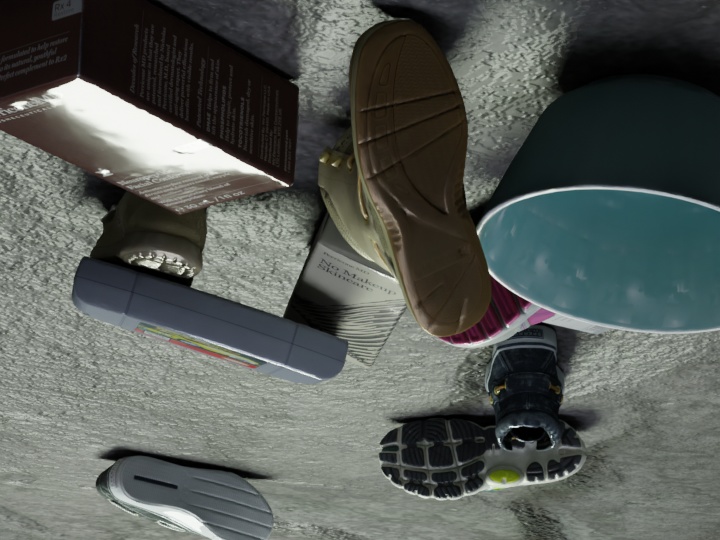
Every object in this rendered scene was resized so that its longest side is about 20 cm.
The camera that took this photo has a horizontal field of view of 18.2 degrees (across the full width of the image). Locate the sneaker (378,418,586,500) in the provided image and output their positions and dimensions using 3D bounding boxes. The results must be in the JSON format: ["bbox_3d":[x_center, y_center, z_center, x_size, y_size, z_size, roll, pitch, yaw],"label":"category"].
[{"bbox_3d":[0.117,0.183,2.149,0.198,0.078,0.080,0,169,5],"label":"sneaker"}]

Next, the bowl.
[{"bbox_3d":[0.177,-0.049,1.403,0.199,0.106,0.201,10,155,5],"label":"bowl"}]

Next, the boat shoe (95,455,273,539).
[{"bbox_3d":[-0.184,0.236,2.345,0.199,0.073,0.071,26,160,-29],"label":"boat shoe"}]

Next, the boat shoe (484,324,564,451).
[{"bbox_3d":[0.140,0.119,1.930,0.070,0.092,0.200,-1,161,6],"label":"boat shoe"}]

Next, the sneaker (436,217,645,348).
[{"bbox_3d":[0.136,-0.001,1.569,0.199,0.082,0.088,-28,154,28],"label":"sneaker"}]

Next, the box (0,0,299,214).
[{"bbox_3d":[-0.134,-0.104,1.352,0.100,0.075,0.200,-12,154,35],"label":"box"}]

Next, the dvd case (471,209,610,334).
[{"bbox_3d":[0.143,0.001,1.697,0.199,0.025,0.150,13,157,-29],"label":"dvd case"}]

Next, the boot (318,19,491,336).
[{"bbox_3d":[0.016,-0.074,1.395,0.072,0.201,0.155,-22,-154,-11],"label":"boot"}]

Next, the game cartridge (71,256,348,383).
[{"bbox_3d":[-0.110,0.038,1.606,0.199,0.041,0.133,18,169,-5],"label":"game cartridge"}]

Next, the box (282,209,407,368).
[{"bbox_3d":[0.000,0.000,1.610,0.082,0.069,0.200,23,159,0],"label":"box"}]

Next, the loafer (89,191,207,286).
[{"bbox_3d":[-0.140,-0.029,1.574,0.075,0.069,0.200,19,173,-15],"label":"loafer"}]
